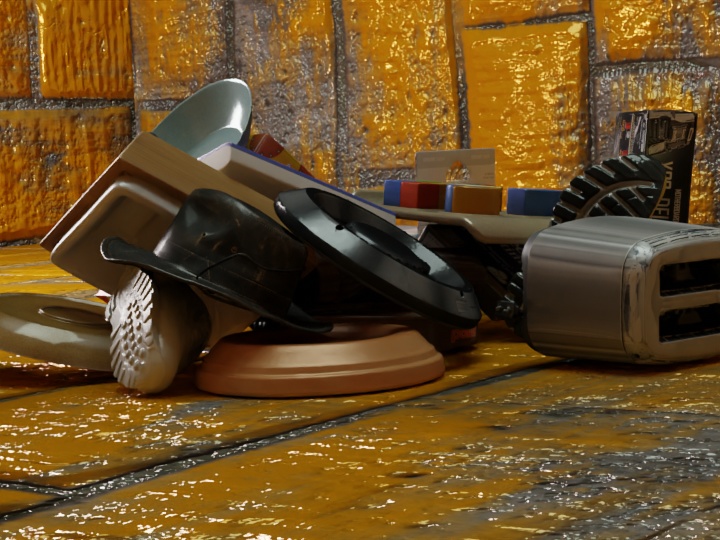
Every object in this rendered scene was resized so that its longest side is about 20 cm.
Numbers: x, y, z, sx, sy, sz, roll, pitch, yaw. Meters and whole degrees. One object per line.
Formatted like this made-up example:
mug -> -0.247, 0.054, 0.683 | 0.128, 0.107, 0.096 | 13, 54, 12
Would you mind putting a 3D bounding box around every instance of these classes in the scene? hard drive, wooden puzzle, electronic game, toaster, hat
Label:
hard drive -> -0.084, -0.055, 1.548 | 0.199, 0.026, 0.132 | 21, -32, -38
wooden puzzle -> 0.116, -0.063, 1.616 | 0.184, 0.047, 0.199 | 1, 10, -38
electronic game -> 0.015, -0.010, 1.396 | 0.199, 0.042, 0.200 | 30, 10, -6
toaster -> 0.218, 0.016, 1.328 | 0.199, 0.115, 0.129 | -4, 6, -40
hat -> -0.103, -0.017, 1.329 | 0.199, 0.081, 0.201 | 20, 3, -1

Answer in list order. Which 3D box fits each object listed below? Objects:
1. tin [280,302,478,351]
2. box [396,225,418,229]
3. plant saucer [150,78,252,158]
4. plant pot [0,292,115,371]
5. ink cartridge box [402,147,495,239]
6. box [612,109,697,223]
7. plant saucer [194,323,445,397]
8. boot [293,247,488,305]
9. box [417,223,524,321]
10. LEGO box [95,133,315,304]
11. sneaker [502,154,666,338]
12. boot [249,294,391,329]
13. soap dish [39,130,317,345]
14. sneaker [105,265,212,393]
tin -> 0.015, 0.052, 1.508 | 0.199, 0.042, 0.112 | 0, 1, 38
box -> -0.046, -0.001, 1.907 | 0.175, 0.098, 0.199 | -3, 4, -35
plant saucer -> -0.169, -0.101, 1.658 | 0.039, 0.202, 0.200 | 41, -21, -30
plant pot -> -0.249, 0.050, 1.452 | 0.198, 0.028, 0.200 | 12, 7, -1
ink cartridge box -> 0.091, -0.043, 1.819 | 0.043, 0.175, 0.200 | -1, 4, 29
box -> 0.275, -0.052, 1.604 | 0.049, 0.202, 0.158 | 4, 4, -2
plant saucer -> -0.033, 0.068, 1.319 | 0.198, 0.038, 0.200 | -3, 4, 0
boot -> 0.000, 0.000, 1.568 | 0.199, 0.065, 0.186 | -6, 11, -33
box -> 0.158, -0.001, 1.670 | 0.199, 0.033, 0.121 | -1, 39, -51
LEGO box -> -0.156, -0.033, 1.679 | 0.077, 0.201, 0.148 | 41, -22, -29
sneaker -> 0.209, -0.022, 1.526 | 0.078, 0.200, 0.090 | 45, 12, 25
boot -> -0.027, 0.021, 1.678 | 0.157, 0.080, 0.211 | -4, 2, -33
soap dish -> -0.158, -0.027, 1.463 | 0.199, 0.082, 0.157 | 28, -41, -22
sneaker -> -0.156, 0.047, 1.354 | 0.080, 0.077, 0.200 | 28, 16, -18
